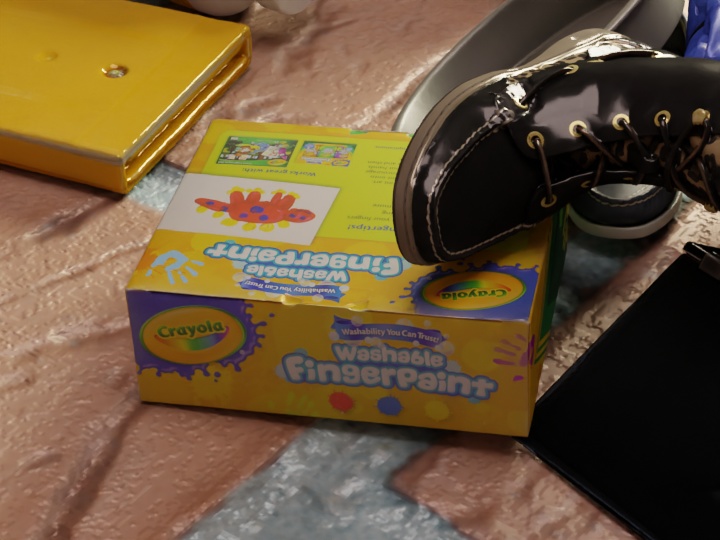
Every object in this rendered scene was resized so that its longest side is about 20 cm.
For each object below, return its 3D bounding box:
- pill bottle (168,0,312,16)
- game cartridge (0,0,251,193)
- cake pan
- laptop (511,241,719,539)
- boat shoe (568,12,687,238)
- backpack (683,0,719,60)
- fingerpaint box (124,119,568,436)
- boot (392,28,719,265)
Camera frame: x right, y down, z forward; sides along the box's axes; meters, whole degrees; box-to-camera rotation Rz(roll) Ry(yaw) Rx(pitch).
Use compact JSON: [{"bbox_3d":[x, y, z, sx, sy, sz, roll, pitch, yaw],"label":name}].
[{"bbox_3d":[-0.120,-0.231,1.326,0.199,0.105,0.104,21,39,25],"label":"pill bottle"},{"bbox_3d":[-0.191,-0.119,1.232,0.198,0.033,0.177,12,36,20],"label":"game cartridge"},{"bbox_3d":[0.104,-0.119,1.141,0.200,0.037,0.201,-36,17,13],"label":"cake pan"},{"bbox_3d":[0.217,0.080,0.976,0.199,0.117,0.187,8,22,-47],"label":"laptop"},{"bbox_3d":[0.165,-0.090,1.169,0.074,0.062,0.200,14,37,14],"label":"boat shoe"},{"bbox_3d":[0.260,-0.097,1.075,0.167,0.163,0.201,-14,40,22],"label":"backpack"},{"bbox_3d":[0.000,0.000,1.023,0.198,0.074,0.167,4,35,11],"label":"fingerpaint box"},{"bbox_3d":[0.123,-0.054,0.945,0.150,0.074,0.200,12,32,39],"label":"boot"}]
